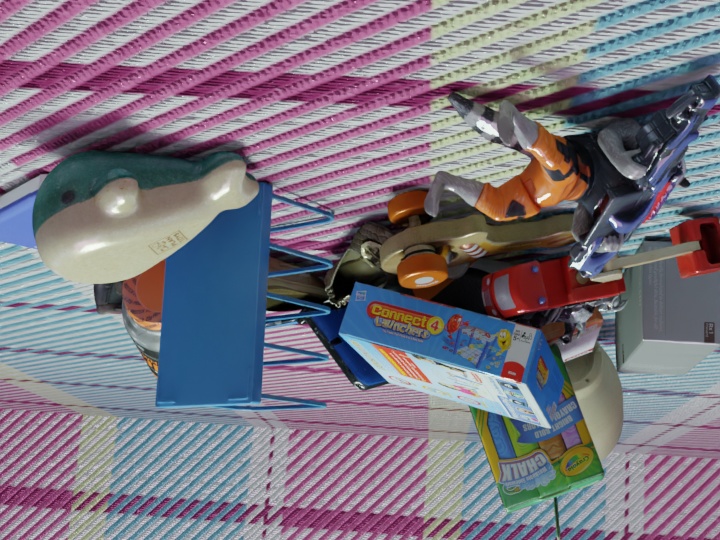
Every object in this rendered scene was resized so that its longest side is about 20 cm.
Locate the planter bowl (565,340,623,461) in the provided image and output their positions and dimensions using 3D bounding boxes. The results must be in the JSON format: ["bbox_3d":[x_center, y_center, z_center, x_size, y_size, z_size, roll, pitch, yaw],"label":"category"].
[{"bbox_3d":[0.265,0.154,1.565,0.196,0.203,0.136,3,139,6],"label":"planter bowl"}]

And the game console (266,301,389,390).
[{"bbox_3d":[-0.032,0.095,1.411,0.118,0.172,0.199,-45,162,23],"label":"game console"}]

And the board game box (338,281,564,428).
[{"bbox_3d":[0.099,0.089,1.179,0.193,0.057,0.200,15,166,21],"label":"board game box"}]

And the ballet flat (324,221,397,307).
[{"bbox_3d":[0.000,0.000,1.220,0.067,0.046,0.200,43,158,-4],"label":"ballet flat"}]

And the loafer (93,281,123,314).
[{"bbox_3d":[-0.270,0.045,1.498,0.071,0.064,0.199,-7,162,36],"label":"loafer"}]

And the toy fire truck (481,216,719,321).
[{"bbox_3d":[0.226,0.001,1.081,0.197,0.050,0.141,-11,173,-21],"label":"toy fire truck"}]

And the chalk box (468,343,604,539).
[{"bbox_3d":[0.207,0.206,1.330,0.122,0.203,0.125,-21,167,5],"label":"chalk box"}]

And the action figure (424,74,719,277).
[{"bbox_3d":[0.165,-0.091,0.830,0.190,0.106,0.201,4,141,-27],"label":"action figure"}]

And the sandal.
[{"bbox_3d":[0.093,0.024,1.221,0.198,0.043,0.077,0,124,51],"label":"sandal"}]

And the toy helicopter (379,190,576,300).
[{"bbox_3d":[0.115,-0.022,1.099,0.196,0.080,0.133,-8,160,-5],"label":"toy helicopter"}]

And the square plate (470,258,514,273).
[{"bbox_3d":[0.092,0.013,1.333,0.194,0.029,0.200,8,166,-17],"label":"square plate"}]

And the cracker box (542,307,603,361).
[{"bbox_3d":[0.218,0.079,1.407,0.132,0.059,0.200,-21,163,1],"label":"cracker box"}]

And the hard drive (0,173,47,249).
[{"bbox_3d":[-0.310,-0.053,1.198,0.130,0.026,0.199,14,163,-35],"label":"hard drive"}]

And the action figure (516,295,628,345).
[{"bbox_3d":[0.194,0.047,1.250,0.197,0.071,0.130,-10,156,26],"label":"action figure"}]

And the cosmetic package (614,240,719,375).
[{"bbox_3d":[0.323,0.044,1.223,0.088,0.109,0.200,1,164,8],"label":"cosmetic package"}]

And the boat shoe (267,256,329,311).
[{"bbox_3d":[-0.106,0.006,1.331,0.072,0.064,0.199,-21,160,36],"label":"boat shoe"}]

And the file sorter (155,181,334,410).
[{"bbox_3d":[-0.106,0.036,1.129,0.137,0.204,0.122,-8,164,41],"label":"file sorter"}]

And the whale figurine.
[{"bbox_3d":[-0.192,-0.066,1.010,0.197,0.105,0.159,-22,162,3],"label":"whale figurine"}]

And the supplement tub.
[{"bbox_3d":[-0.215,0.065,1.392,0.120,0.125,0.201,2,151,8],"label":"supplement tub"}]
